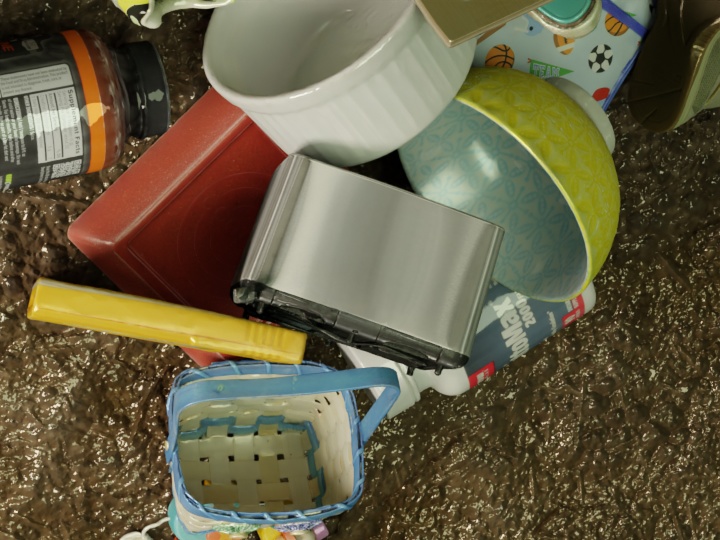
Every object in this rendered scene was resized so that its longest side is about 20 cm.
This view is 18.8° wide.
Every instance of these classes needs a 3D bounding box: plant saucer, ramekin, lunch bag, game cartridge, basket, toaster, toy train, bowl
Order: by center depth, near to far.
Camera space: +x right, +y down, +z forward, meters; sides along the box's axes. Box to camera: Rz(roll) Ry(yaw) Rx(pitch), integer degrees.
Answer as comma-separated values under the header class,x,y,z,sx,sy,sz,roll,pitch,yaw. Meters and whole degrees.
class,x,y,z,sx,sy,sz,roll,pitch,yaw
ramekin,-0.010,-0.172,1.621,0.200,0.201,0.098,-41,130,-2
toaster,0.000,0.000,1.632,0.180,0.200,0.120,18,85,-5
game cartridge,-0.149,0.041,1.635,0.198,0.176,0.033,13,86,-9
bowl,0.133,-0.086,1.678,0.108,0.199,0.201,-41,124,-24
basket,-0.069,0.132,1.724,0.175,0.140,0.200,-3,149,-14
plant saucer,-0.098,-0.031,1.735,0.200,0.037,0.200,-44,123,-1
lunch bag,0.137,-0.210,1.739,0.199,0.076,0.161,31,95,-33
toy train,-0.103,0.257,1.850,0.200,0.056,0.151,35,95,-32

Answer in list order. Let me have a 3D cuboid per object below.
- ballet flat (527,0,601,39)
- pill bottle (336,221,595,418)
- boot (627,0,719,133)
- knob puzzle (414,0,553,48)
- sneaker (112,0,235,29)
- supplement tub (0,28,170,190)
class,x,y,z,sx,sy,sz,roll,pitch,yaw
ballet flat,0.102,-0.243,1.638,0.067,0.062,0.200,-43,78,3
pill bottle,0.082,0.032,1.795,0.199,0.120,0.120,-32,122,-7
boot,0.306,-0.212,1.778,0.154,0.072,0.201,-16,135,-48
knob puzzle,0.083,-0.268,1.555,0.218,0.221,0.030,-19,161,-15
sneaker,-0.094,-0.235,1.609,0.199,0.077,0.076,-24,154,-5
supplement tub,-0.243,-0.116,1.591,0.199,0.107,0.108,-13,117,-19
